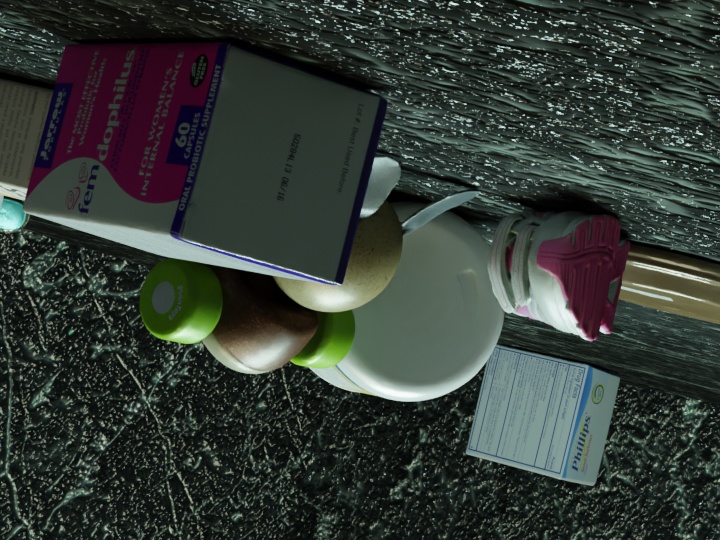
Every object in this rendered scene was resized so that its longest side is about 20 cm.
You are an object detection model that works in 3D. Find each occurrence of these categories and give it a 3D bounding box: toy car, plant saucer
[{"bbox_3d":[-0.028,-0.032,1.491,0.199,0.159,0.164,-25,156,36],"label":"toy car"},{"bbox_3d":[0.229,0.011,1.640,0.198,0.030,0.200,15,177,1],"label":"plant saucer"}]

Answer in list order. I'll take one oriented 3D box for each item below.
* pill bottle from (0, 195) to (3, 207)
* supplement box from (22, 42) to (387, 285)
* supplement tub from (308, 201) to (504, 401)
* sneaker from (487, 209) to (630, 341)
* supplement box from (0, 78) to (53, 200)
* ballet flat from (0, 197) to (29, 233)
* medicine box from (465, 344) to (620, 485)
[{"bbox_3d":[-0.426,-0.086,2.032,0.198,0.115,0.114,15,177,-2],"label":"pill bottle"},{"bbox_3d":[-0.088,-0.059,1.197,0.103,0.102,0.199,16,176,-30],"label":"supplement box"},{"bbox_3d":[0.018,0.023,1.711,0.143,0.146,0.200,15,177,-12],"label":"supplement tub"},{"bbox_3d":[0.122,0.001,1.472,0.087,0.082,0.200,12,175,11],"label":"sneaker"},{"bbox_3d":[-0.247,-0.091,1.569,0.198,0.074,0.126,13,177,15],"label":"supplement box"},{"bbox_3d":[-0.500,-0.092,2.732,0.199,0.068,0.075,14,-167,-30],"label":"ballet flat"},{"bbox_3d":[0.288,0.228,3.559,0.199,0.184,0.103,12,177,40],"label":"medicine box"}]
